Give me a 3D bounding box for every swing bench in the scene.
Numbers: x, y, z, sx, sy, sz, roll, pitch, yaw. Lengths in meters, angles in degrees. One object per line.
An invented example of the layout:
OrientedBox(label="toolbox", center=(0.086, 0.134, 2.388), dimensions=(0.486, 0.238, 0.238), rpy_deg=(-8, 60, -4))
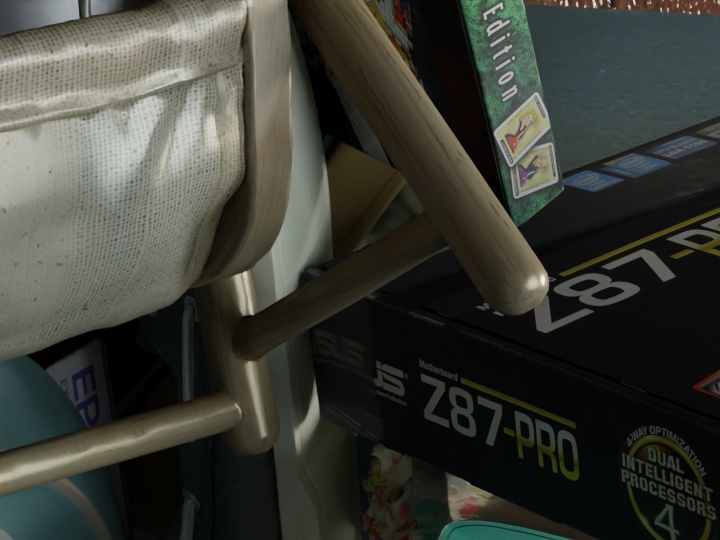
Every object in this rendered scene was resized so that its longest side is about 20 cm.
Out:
OrientedBox(label="swing bench", center=(-0.096, -0.048, 0.608), dimensions=(0.199, 0.130, 0.200), rpy_deg=(-14, 79, -41))

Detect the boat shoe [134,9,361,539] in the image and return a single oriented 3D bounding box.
OrientedBox(label="boat shoe", center=(-0.040, 0.013, 0.750), dimensions=(0.073, 0.062, 0.200), rpy_deg=(-61, 146, -67))

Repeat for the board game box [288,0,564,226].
OrientedBox(label="board game box", center=(-0.006, -0.112, 0.710), dimensions=(0.023, 0.105, 0.200), rpy_deg=(-32, 129, -23))

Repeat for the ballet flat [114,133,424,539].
OrientedBox(label="ballet flat", center=(0.000, 0.000, 0.834), dimensions=(0.200, 0.063, 0.069), rpy_deg=(-54, 166, -6))

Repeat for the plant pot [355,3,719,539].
OrientedBox(label="plant pot", center=(0.072, 0.046, 0.919), dimensions=(0.200, 0.196, 0.197), rpy_deg=(-39, 125, -40))

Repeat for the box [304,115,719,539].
OrientedBox(label="box", center=(0.112, 0.009, 0.722), dimensions=(0.200, 0.161, 0.049), rpy_deg=(-20, 114, -32))

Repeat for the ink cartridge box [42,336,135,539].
OrientedBox(label="ink cartridge box", center=(-0.117, 0.139, 0.721), dimensions=(0.200, 0.043, 0.198), rpy_deg=(-33, 120, -57))

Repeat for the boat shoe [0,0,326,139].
OrientedBox(label="boat shoe", center=(-0.059, -0.048, 0.802), dimensions=(0.200, 0.070, 0.066), rpy_deg=(-3, 92, -68))

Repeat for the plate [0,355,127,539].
OrientedBox(label="plate", center=(-0.097, 0.113, 0.687), dimensions=(0.200, 0.026, 0.200), rpy_deg=(-5, 96, -63))

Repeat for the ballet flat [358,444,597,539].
OrientedBox(label="ballet flat", center=(0.034, 0.086, 0.708), dimensions=(0.200, 0.076, 0.064), rpy_deg=(-89, -160, -72))
